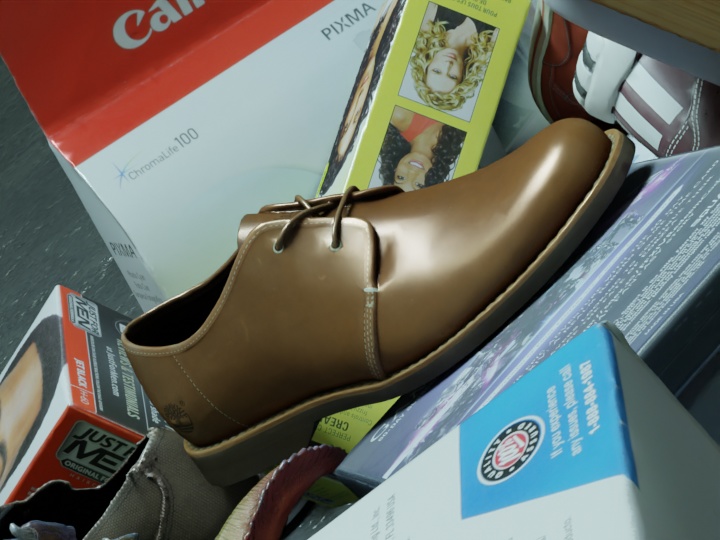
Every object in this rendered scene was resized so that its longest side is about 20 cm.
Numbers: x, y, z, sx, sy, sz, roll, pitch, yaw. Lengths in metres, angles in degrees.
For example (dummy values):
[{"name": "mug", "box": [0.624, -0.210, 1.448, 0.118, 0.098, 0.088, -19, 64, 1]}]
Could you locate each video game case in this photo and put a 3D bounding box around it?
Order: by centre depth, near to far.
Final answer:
[{"name": "video game case", "box": [0.064, 0.018, 0.694, 0.143, 0.019, 0.200, -47, 7, -9]}]

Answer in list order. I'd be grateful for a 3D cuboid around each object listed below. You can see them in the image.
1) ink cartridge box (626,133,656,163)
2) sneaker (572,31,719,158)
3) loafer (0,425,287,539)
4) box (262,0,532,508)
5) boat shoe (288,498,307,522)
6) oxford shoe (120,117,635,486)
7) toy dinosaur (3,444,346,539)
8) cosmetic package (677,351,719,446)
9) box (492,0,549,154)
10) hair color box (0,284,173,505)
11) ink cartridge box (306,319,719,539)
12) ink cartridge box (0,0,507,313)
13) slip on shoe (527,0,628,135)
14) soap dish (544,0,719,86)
[{"name": "ink cartridge box", "box": [0.063, 0.014, 0.914, 0.163, 0.057, 0.200, -51, 24, -20]}, {"name": "sneaker", "box": [0.181, -0.064, 0.821, 0.199, 0.116, 0.076, -22, -34, -21]}, {"name": "loafer", "box": [-0.116, 0.112, 0.892, 0.199, 0.071, 0.073, -34, 20, 26]}, {"name": "box", "box": [0.006, -0.013, 0.903, 0.075, 0.050, 0.201, 140, 148, -74]}, {"name": "boat shoe", "box": [-0.074, 0.064, 1.058, 0.074, 0.065, 0.200, -47, 19, -10]}, {"name": "oxford shoe", "box": [0.000, 0.000, 0.777, 0.199, 0.071, 0.071, -32, 18, 26]}, {"name": "toy dinosaur", "box": [-0.065, 0.165, 0.724, 0.199, 0.182, 0.105, -25, -20, -1]}, {"name": "cosmetic package", "box": [0.054, 0.102, 0.701, 0.200, 0.071, 0.101, -48, 19, -11]}, {"name": "box", "box": [0.009, -0.116, 1.056, 0.198, 0.200, 0.123, -41, 14, 6]}, {"name": "hair color box", "box": [-0.150, 0.118, 1.003, 0.201, 0.061, 0.102, -56, 24, 18]}, {"name": "ink cartridge box", "box": [0.026, 0.148, 0.542, 0.200, 0.145, 0.147, -37, 20, 18]}, {"name": "ink cartridge box", "box": [-0.039, -0.065, 0.948, 0.160, 0.201, 0.047, -34, 19, -19]}, {"name": "slip on shoe", "box": [0.108, -0.086, 0.922, 0.074, 0.061, 0.200, -37, -17, -7]}, {"name": "soap dish", "box": [0.167, -0.118, 0.752, 0.082, 0.199, 0.158, 105, -169, -47]}]
